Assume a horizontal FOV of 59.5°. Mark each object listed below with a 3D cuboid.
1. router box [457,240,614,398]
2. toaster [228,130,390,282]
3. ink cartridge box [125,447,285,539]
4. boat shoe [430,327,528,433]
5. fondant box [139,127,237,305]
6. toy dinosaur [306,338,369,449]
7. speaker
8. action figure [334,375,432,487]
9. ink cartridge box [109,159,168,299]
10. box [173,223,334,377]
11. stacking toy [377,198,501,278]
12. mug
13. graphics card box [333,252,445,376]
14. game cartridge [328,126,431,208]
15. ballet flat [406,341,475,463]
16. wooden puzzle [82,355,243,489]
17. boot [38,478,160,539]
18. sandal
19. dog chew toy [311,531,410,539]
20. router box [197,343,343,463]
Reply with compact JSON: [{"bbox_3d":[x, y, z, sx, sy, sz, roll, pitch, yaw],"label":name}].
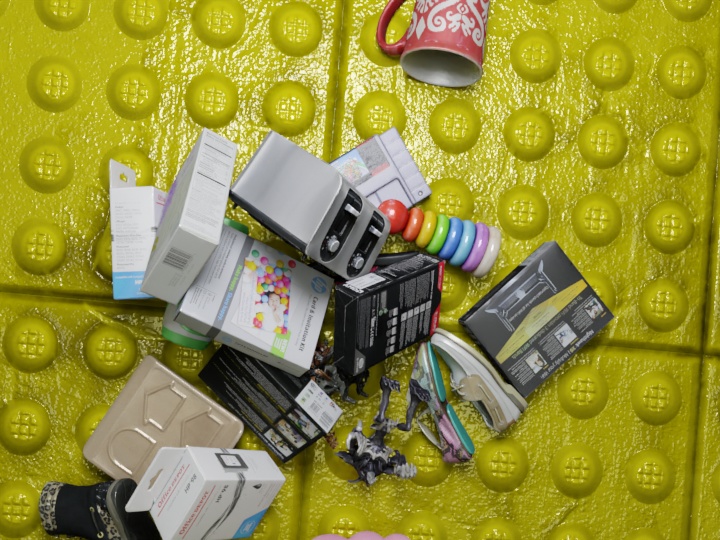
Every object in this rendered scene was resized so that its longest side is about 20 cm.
[{"bbox_3d":[0.282,0.077,1.018,0.199,0.052,0.158,-40,92,-3],"label":"router box"},{"bbox_3d":[-0.071,-0.085,0.888,0.199,0.180,0.120,34,90,30],"label":"toaster"},{"bbox_3d":[-0.219,0.324,0.909,0.067,0.199,0.117,40,101,39],"label":"ink cartridge box"},{"bbox_3d":[0.178,0.176,0.993,0.200,0.075,0.069,43,81,-9],"label":"boat shoe"},{"bbox_3d":[-0.235,-0.076,0.869,0.058,0.203,0.144,24,132,-24],"label":"fondant box"},{"bbox_3d":[-0.060,0.169,0.991,0.134,0.102,0.203,-14,109,27],"label":"toy dinosaur"},{"bbox_3d":[-0.241,0.015,0.977,0.087,0.088,0.204,20,88,-2],"label":"speaker"},{"bbox_3d":[0.031,0.265,0.965,0.117,0.102,0.203,19,104,-6],"label":"action figure"},{"bbox_3d":[-0.328,-0.060,0.958,0.065,0.116,0.205,-2,90,-2],"label":"ink cartridge box"},{"bbox_3d":[-0.147,0.041,0.906,0.198,0.041,0.158,28,54,-18],"label":"box"},{"bbox_3d":[0.117,-0.061,0.988,0.197,0.085,0.087,21,88,-8],"label":"stacking toy"},{"bbox_3d":[0.123,-0.415,0.980,0.174,0.133,0.204,12,86,-4],"label":"mug"},{"bbox_3d":[0.045,0.060,0.934,0.050,0.198,0.128,22,121,37],"label":"graphics card box"},{"bbox_3d":[0.001,-0.129,1.018,0.198,0.038,0.131,-32,95,-3],"label":"game cartridge"},{"bbox_3d":[0.116,0.217,1.008,0.070,0.069,0.203,-23,91,17],"label":"ballet flat"},{"bbox_3d":[-0.307,0.264,0.994,0.198,0.046,0.187,35,88,3],"label":"wooden puzzle"},{"bbox_3d":[-0.400,0.410,0.976,0.150,0.074,0.208,-3,110,15],"label":"boot"},{"bbox_3d":[0.000,0.000,0.998,0.196,0.075,0.046,-5,98,-5],"label":"sandal"},{"bbox_3d":[0.001,0.463,0.971,0.196,0.124,0.127,-10,90,-11],"label":"dog chew toy"},{"bbox_3d":[-0.141,0.185,0.954,0.200,0.149,0.051,46,44,-1],"label":"router box"}]
